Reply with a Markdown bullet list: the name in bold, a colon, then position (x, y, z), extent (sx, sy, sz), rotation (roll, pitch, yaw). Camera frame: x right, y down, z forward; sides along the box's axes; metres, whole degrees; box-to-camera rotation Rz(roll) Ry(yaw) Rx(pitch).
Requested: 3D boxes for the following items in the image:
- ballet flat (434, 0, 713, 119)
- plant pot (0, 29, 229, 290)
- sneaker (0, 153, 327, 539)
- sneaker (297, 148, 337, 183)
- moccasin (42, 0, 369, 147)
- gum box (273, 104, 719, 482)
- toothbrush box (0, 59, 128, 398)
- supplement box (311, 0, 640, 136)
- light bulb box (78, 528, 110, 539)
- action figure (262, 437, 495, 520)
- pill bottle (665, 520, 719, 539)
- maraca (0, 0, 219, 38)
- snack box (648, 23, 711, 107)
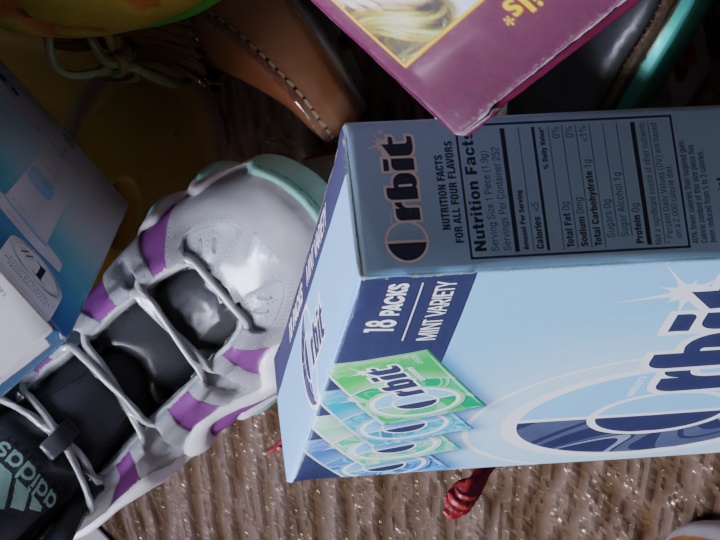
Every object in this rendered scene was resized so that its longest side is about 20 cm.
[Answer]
- **ballet flat**: position (0.052, -0.048, 0.784), extent (0.073, 0.073, 0.200), rotation (34, 159, 12)
- **plant pot**: position (-0.161, -0.032, 1.083), extent (0.189, 0.201, 0.201), rotation (7, 146, 28)
- **sneaker**: position (-0.089, 0.051, 0.925), extent (0.078, 0.140, 0.200), rotation (45, 126, 2)
- **sneaker**: position (0.000, 0.000, 0.975), extent (0.200, 0.081, 0.084), rotation (-10, 90, 63)
- **moccasin**: position (-0.085, -0.098, 0.943), extent (0.201, 0.078, 0.074), rotation (35, 173, 10)
- **gum box**: position (0.085, 0.008, 0.774), extent (0.200, 0.045, 0.170), rotation (-2, 160, -9)
- **toothbrush box**: position (-0.155, -0.030, 0.882), extent (0.146, 0.085, 0.200), rotation (48, -170, -10)
- **supplement box**: position (0.006, -0.149, 0.624), extent (0.200, 0.103, 0.131), rotation (43, 138, -10)
- **light bulb box**: position (-0.276, 0.205, 1.724), extent (0.125, 0.200, 0.198), rotation (48, 158, -23)
- **action figure**: position (0.038, 0.048, 1.034), extent (0.065, 0.099, 0.200), rotation (44, 161, -11)
- **pill bottle**: position (0.111, 0.201, 1.075), extent (0.112, 0.200, 0.112), rotation (33, 158, 15)
- **maraca**: position (-0.072, -0.135, 0.832), extent (0.200, 0.107, 0.137), rotation (-21, 120, 41)
- **snack box**: position (0.046, -0.120, 0.770), extent (0.072, 0.024, 0.200), rotation (25, 155, 30)
